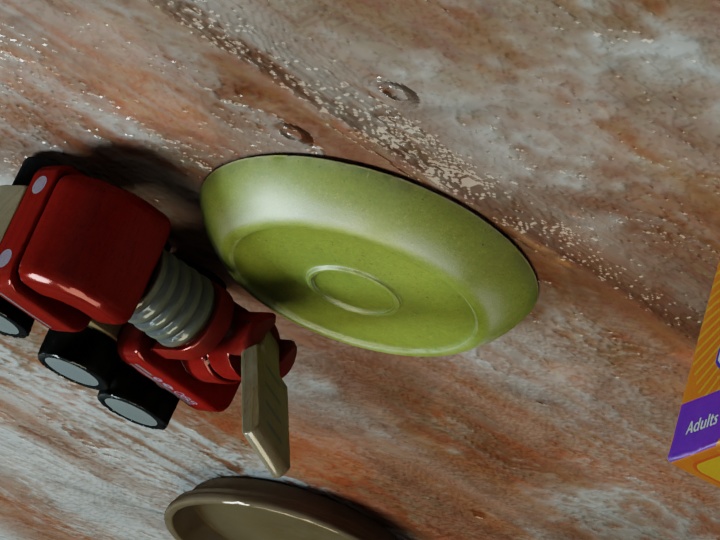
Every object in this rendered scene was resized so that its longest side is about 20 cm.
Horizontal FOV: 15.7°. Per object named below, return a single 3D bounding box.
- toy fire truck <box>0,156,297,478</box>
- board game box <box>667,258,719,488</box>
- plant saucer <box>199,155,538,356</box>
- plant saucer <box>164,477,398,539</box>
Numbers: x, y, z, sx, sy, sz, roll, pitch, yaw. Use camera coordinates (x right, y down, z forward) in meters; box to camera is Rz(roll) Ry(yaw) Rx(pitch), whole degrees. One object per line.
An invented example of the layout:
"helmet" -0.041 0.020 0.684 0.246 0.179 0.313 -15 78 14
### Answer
"toy fire truck" -0.109 0.031 1.451 0.199 0.129 0.176 2 151 48
"board game box" 0.279 0.010 1.062 0.199 0.201 0.200 26 156 -18
"plant saucer" 0.000 0.000 1.459 0.199 0.031 0.200 15 156 7
"plant saucer" -0.048 0.202 1.937 0.199 0.030 0.200 16 156 7
